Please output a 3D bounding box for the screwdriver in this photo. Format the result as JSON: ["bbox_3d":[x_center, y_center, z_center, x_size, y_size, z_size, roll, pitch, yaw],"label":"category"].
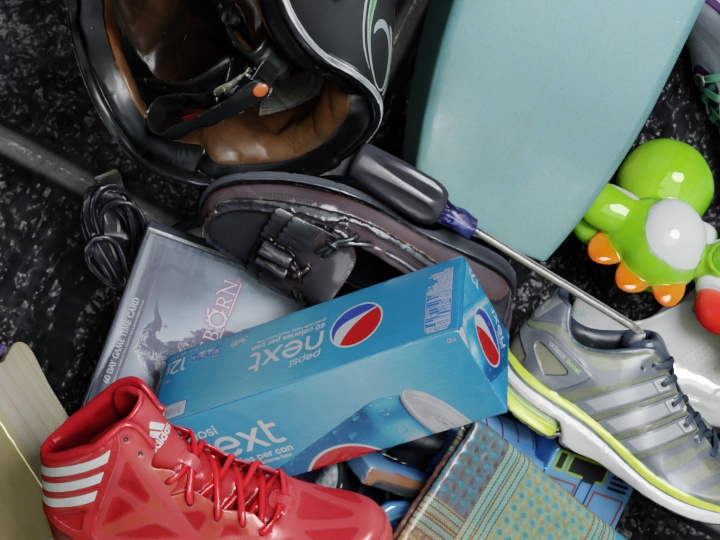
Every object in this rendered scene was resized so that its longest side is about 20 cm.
[{"bbox_3d":[0.078,-0.013,0.926,0.199,0.029,0.028,33,59,-10],"label":"screwdriver"}]

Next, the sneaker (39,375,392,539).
[{"bbox_3d":[-0.084,0.121,0.873,0.197,0.079,0.116,-3,128,5],"label":"sneaker"}]

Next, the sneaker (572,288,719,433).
[{"bbox_3d":[0.225,0.058,1.025,0.197,0.075,0.090,8,80,-6],"label":"sneaker"}]

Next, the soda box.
[{"bbox_3d":[-0.017,0.064,0.909,0.198,0.065,0.068,-19,126,22],"label":"soda box"}]

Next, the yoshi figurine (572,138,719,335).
[{"bbox_3d":[0.231,-0.019,0.991,0.198,0.112,0.113,26,114,5],"label":"yoshi figurine"}]

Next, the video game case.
[{"bbox_3d":[-0.060,0.067,0.985,0.198,0.019,0.144,19,109,-12],"label":"video game case"}]

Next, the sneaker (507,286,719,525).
[{"bbox_3d":[0.173,0.083,0.953,0.199,0.074,0.081,28,106,-5],"label":"sneaker"}]

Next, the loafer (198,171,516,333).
[{"bbox_3d":[0.000,0.000,0.928,0.198,0.072,0.063,17,46,-13],"label":"loafer"}]

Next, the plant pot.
[{"bbox_3d":[0.103,-0.120,0.968,0.140,0.141,0.202,19,101,-7],"label":"plant pot"}]

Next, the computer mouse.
[{"bbox_3d":[-0.066,-0.012,0.991,0.198,0.053,0.140,-11,111,0],"label":"computer mouse"}]

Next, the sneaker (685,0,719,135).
[{"bbox_3d":[0.247,-0.094,1.017,0.087,0.074,0.200,-43,97,2],"label":"sneaker"}]

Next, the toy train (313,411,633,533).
[{"bbox_3d":[0.068,0.133,0.980,0.198,0.087,0.115,21,97,-25],"label":"toy train"}]

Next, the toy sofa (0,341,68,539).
[{"bbox_3d":[-0.207,0.150,0.977,0.082,0.098,0.201,-30,96,20],"label":"toy sofa"}]

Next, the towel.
[{"bbox_3d":[0.092,0.199,0.943,0.200,0.022,0.147,40,77,-25],"label":"towel"}]

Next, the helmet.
[{"bbox_3d":[-0.073,-0.163,0.914,0.197,0.200,0.193,-9,68,-6],"label":"helmet"}]
